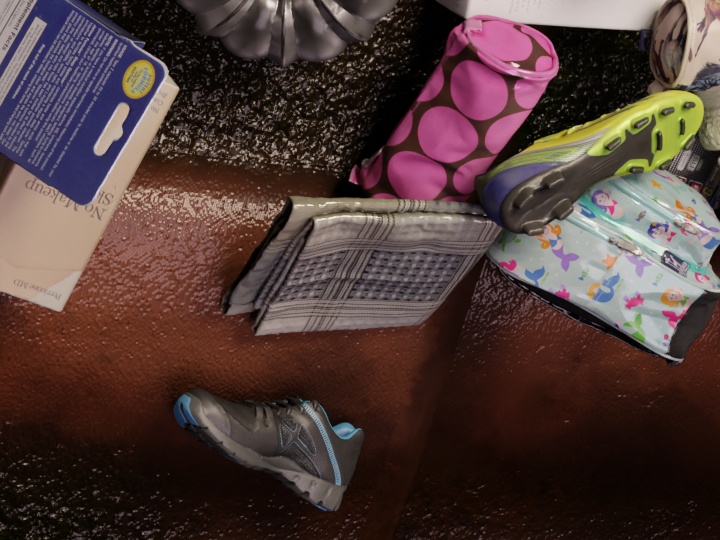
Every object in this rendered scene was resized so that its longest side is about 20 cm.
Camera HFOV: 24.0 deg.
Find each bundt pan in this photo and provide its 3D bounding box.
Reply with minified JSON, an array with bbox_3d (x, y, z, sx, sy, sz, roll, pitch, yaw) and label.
[{"bbox_3d":[-0.054,-0.235,1.238,0.202,0.076,0.202,-1,124,-1],"label":"bundt pan"}]

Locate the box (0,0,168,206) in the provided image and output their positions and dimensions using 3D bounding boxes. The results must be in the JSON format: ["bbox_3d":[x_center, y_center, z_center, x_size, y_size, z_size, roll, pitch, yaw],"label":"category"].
[{"bbox_3d":[-0.239,-0.145,1.195,0.200,0.032,0.121,34,101,9],"label":"box"}]

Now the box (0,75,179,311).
[{"bbox_3d":[-0.229,-0.080,1.278,0.095,0.078,0.200,20,105,-31],"label":"box"}]

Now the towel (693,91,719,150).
[{"bbox_3d":[0.370,-0.201,1.467,0.200,0.036,0.148,-28,122,-10],"label":"towel"}]

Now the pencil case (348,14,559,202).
[{"bbox_3d":[0.073,-0.118,1.357,0.094,0.091,0.200,32,127,-4],"label":"pencil case"}]

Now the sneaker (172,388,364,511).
[{"bbox_3d":[-0.080,0.138,1.479,0.200,0.073,0.082,33,82,-40],"label":"sneaker"}]

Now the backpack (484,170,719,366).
[{"bbox_3d":[0.205,-0.027,1.442,0.200,0.178,0.151,20,107,-5],"label":"backpack"}]

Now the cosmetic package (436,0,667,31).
[{"bbox_3d":[0.166,-0.255,1.376,0.200,0.074,0.102,0,116,-27],"label":"cosmetic package"}]

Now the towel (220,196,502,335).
[{"bbox_3d":[0.000,0.000,1.394,0.200,0.035,0.193,2,152,-23],"label":"towel"}]

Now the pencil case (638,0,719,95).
[{"bbox_3d":[0.333,-0.176,1.396,0.200,0.078,0.089,5,132,-21],"label":"pencil case"}]

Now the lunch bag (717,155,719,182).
[{"bbox_3d":[0.427,-0.063,1.504,0.200,0.118,0.164,-28,138,-10],"label":"lunch bag"}]

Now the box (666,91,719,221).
[{"bbox_3d":[0.358,-0.138,1.542,0.160,0.044,0.200,16,108,-29],"label":"box"}]

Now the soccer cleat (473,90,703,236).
[{"bbox_3d":[0.180,-0.098,1.346,0.200,0.084,0.065,-29,128,-13],"label":"soccer cleat"}]
